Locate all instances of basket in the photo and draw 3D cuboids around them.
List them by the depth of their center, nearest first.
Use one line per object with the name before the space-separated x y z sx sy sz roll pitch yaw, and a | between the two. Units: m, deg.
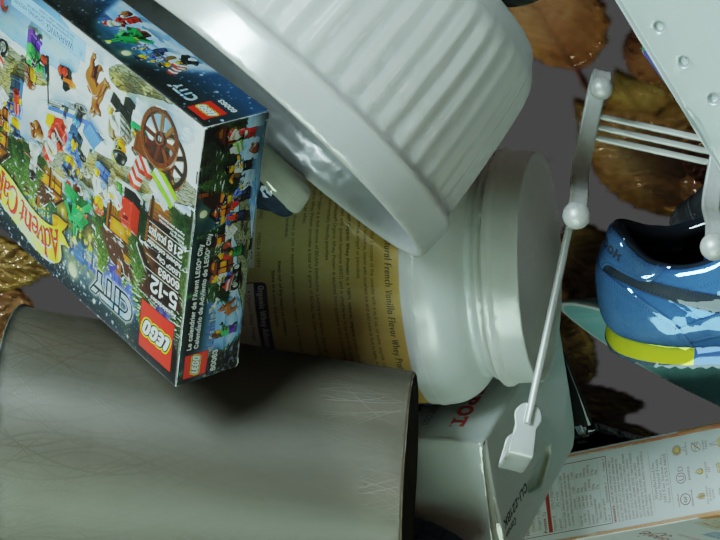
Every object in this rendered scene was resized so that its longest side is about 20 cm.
basket | -0.073 0.101 1.243 0.198 0.137 0.181 2 135 5

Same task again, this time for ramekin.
ramekin | -0.012 -0.110 1.142 0.200 0.105 0.200 41 175 4

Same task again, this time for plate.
plate | 0.204 0.054 1.377 0.199 0.026 0.200 27 174 3

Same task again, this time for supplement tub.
supplement tub | 0.000 0.000 1.317 0.198 0.145 0.145 -1 142 16

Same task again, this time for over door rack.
over door rack | 0.161 0.015 1.190 0.147 0.201 0.067 13 -179 0

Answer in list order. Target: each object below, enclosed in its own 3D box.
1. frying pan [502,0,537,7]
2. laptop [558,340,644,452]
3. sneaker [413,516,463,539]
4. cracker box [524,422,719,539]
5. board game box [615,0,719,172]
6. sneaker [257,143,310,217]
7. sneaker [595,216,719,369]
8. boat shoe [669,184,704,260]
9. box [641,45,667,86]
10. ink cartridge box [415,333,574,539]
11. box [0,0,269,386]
frying pan | 0.013 -0.184 1.163 0.189 0.031 0.115 25 152 12
laptop | 0.072 0.069 1.507 0.176 0.104 0.200 -13 163 29
sneaker | -0.011 0.178 1.321 0.199 0.074 0.083 6 120 31
cracker box | 0.169 0.143 1.503 0.199 0.058 0.134 -14 162 30
board game box | 0.205 -0.148 1.082 0.199 0.026 0.201 -27 102 34
sneaker | -0.106 -0.050 1.250 0.200 0.085 0.075 27 166 47
sneaker | 0.218 0.004 1.247 0.198 0.066 0.079 1 122 7
boat shoe | 0.245 0.018 1.332 0.068 0.072 0.200 -36 122 27
box | 0.250 -0.112 1.189 0.199 0.049 0.117 -17 134 30
ink cartridge box | 0.006 0.089 1.395 0.199 0.144 0.084 3 118 22
box | -0.122 -0.056 1.166 0.038 0.200 0.137 -16 129 -36
